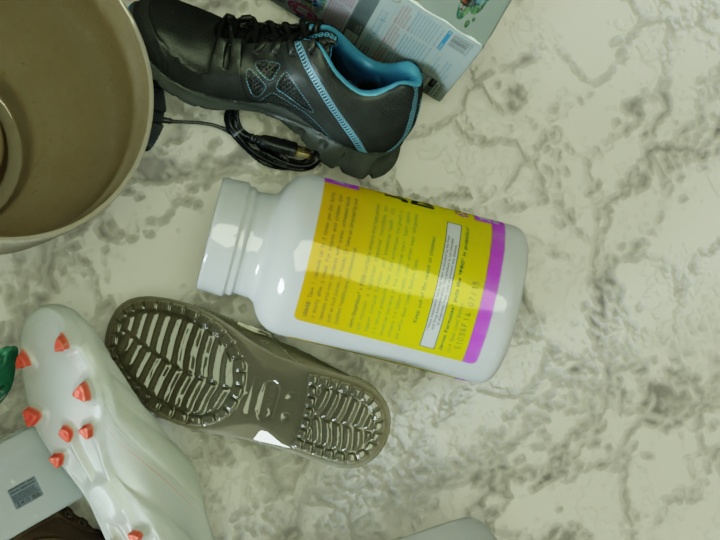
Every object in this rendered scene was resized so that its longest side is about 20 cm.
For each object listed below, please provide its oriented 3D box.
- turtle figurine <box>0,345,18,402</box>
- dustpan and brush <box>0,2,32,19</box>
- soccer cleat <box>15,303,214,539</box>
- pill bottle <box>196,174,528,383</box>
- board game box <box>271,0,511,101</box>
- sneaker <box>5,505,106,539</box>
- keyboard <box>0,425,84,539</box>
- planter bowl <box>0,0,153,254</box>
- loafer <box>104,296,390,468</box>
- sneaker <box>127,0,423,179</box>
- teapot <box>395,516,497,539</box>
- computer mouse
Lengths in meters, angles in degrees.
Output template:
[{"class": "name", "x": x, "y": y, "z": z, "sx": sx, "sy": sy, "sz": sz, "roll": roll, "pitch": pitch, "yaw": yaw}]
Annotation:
[{"class": "turtle figurine", "x": -0.320, "y": 0.042, "z": 1.238, "sx": 0.199, "sy": 0.101, "sz": 0.150, "roll": 29, "pitch": 76, "yaw": 14}, {"class": "dustpan and brush", "x": -0.264, "y": -0.265, "z": 1.278, "sx": 0.138, "sy": 0.057, "sz": 0.202, "roll": 4, "pitch": 95, "yaw": 6}, {"class": "soccer cleat", "x": -0.151, "y": 0.110, "z": 1.244, "sx": 0.069, "sy": 0.077, "sz": 0.201, "roll": -22, "pitch": 95, "yaw": 34}, {"class": "pill bottle", "x": 0.000, "y": 0.000, "z": 1.264, "sx": 0.198, "sy": 0.104, "sz": 0.105, "roll": 14, "pitch": 88, "yaw": -5}, {"class": "board game box", "x": -0.008, "y": -0.197, "z": 1.242, "sx": 0.199, "sy": 0.148, "sz": 0.065, "roll": 31, "pitch": 77, "yaw": -4}, {"class": "sneaker", "x": -0.221, "y": 0.154, "z": 1.261, "sx": 0.198, "sy": 0.070, "sz": 0.076, "roll": 15, "pitch": 73, "yaw": -11}, {"class": "keyboard", "x": -0.212, "y": 0.131, "z": 1.234, "sx": 0.199, "sy": 0.011, "sz": 0.057, "roll": -28, "pitch": 98, "yaw": -42}, {"class": "planter bowl", "x": -0.240, "y": -0.095, "z": 1.201, "sx": 0.198, "sy": 0.135, "sz": 0.202, "roll": 9, "pitch": 70, "yaw": -25}, {"class": "loafer", "x": -0.072, "y": 0.075, "z": 1.278, "sx": 0.199, "sy": 0.068, "sz": 0.076, "roll": 23, "pitch": 89, "yaw": 12}, {"class": "sneaker", "x": -0.054, "y": -0.136, "z": 1.265, "sx": 0.198, "sy": 0.082, "sz": 0.074, "roll": 22, "pitch": 44, "yaw": -10}, {"class": "teapot", "x": 0.022, "y": 0.248, "z": 1.217, "sx": 0.198, "sy": 0.197, "sz": 0.147, "roll": -21, "pitch": 80, "yaw": -5}, {"class": "computer mouse", "x": -0.120, "y": -0.097, "z": 1.291, "sx": 0.198, "sy": 0.034, "sz": 0.059, "roll": 7, "pitch": 88, "yaw": -5}]
